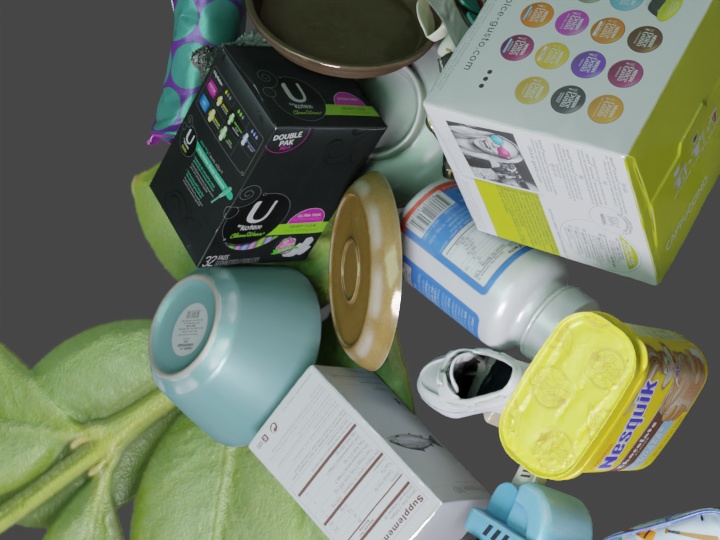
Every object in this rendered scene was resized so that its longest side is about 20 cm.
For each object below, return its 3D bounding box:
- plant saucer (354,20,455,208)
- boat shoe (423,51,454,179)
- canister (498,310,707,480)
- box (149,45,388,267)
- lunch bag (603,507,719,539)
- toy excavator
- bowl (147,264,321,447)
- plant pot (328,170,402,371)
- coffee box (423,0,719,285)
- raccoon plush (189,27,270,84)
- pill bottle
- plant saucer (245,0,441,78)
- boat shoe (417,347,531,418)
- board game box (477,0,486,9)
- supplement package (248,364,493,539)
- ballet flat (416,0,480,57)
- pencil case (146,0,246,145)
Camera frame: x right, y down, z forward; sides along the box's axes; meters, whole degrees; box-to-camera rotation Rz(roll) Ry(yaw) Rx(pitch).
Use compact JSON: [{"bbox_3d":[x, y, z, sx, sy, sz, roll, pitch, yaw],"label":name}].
[{"bbox_3d":[0.028,-0.166,1.702,0.200,0.050,0.200,-4,82,30],"label":"plant saucer"},{"bbox_3d":[0.093,-0.142,1.572,0.061,0.201,0.072,-8,62,9],"label":"boat shoe"},{"bbox_3d":[0.223,0.113,1.472,0.087,0.200,0.149,37,104,28],"label":"canister"},{"bbox_3d":[-0.096,-0.116,1.674,0.124,0.149,0.200,57,132,29],"label":"box"},{"bbox_3d":[0.306,0.317,1.477,0.160,0.076,0.200,-20,74,25],"label":"lunch bag"},{"bbox_3d":[0.161,0.216,1.545,0.194,0.100,0.200,27,91,54],"label":"toy excavator"},{"bbox_3d":[-0.146,0.073,1.709,0.201,0.105,0.201,-26,52,38],"label":"bowl"},{"bbox_3d":[0.000,0.000,1.639,0.200,0.027,0.200,-178,90,-74],"label":"plant pot"},{"bbox_3d":[0.208,-0.140,1.468,0.198,0.200,0.200,18,65,30],"label":"coffee box"},{"bbox_3d":[-0.099,-0.253,1.735,0.097,0.134,0.200,25,98,30],"label":"raccoon plush"},{"bbox_3d":[0.129,0.008,1.590,0.200,0.112,0.112,40,105,27],"label":"pill bottle"},{"bbox_3d":[-0.019,-0.258,1.668,0.200,0.200,0.029,42,141,27],"label":"plant saucer"},{"bbox_3d":[0.108,0.101,1.579,0.200,0.065,0.074,-5,59,56],"label":"boat shoe"},{"bbox_3d":[0.129,-0.277,1.658,0.103,0.019,0.200,-21,68,28],"label":"board game box"},{"bbox_3d":[0.010,0.201,1.636,0.200,0.117,0.117,45,107,25],"label":"supplement package"},{"bbox_3d":[0.098,-0.236,1.613,0.064,0.067,0.200,-43,47,22],"label":"ballet flat"},{"bbox_3d":[-0.178,-0.232,1.809,0.092,0.085,0.200,7,88,15],"label":"pencil case"}]
